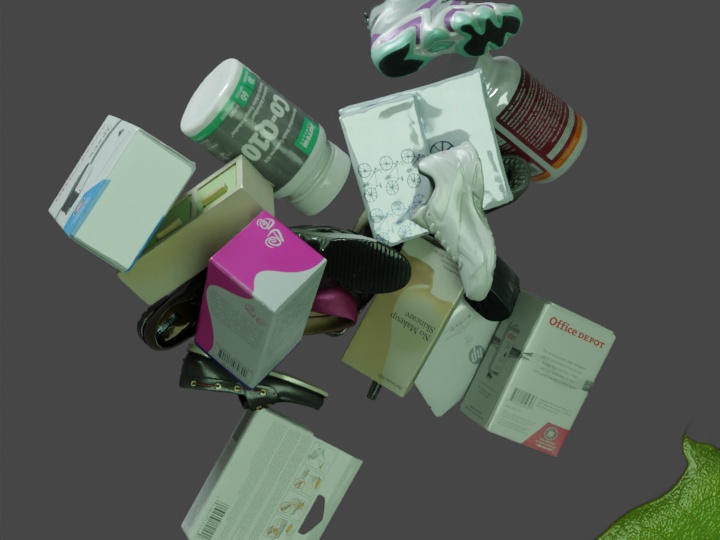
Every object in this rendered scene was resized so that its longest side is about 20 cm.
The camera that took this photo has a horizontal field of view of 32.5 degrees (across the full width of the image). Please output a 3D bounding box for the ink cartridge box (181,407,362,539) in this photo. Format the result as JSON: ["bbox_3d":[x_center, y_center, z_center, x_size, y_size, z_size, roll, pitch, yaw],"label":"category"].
[{"bbox_3d":[-0.120,0.303,1.680,0.176,0.045,0.201,30,89,-24],"label":"ink cartridge box"}]

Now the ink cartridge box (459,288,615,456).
[{"bbox_3d":[0.255,0.147,1.774,0.146,0.083,0.201,24,94,-31],"label":"ink cartridge box"}]

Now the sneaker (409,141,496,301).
[{"bbox_3d":[0.114,-0.056,1.560,0.099,0.078,0.202,-11,94,-4],"label":"sneaker"}]

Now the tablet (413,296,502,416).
[{"bbox_3d":[0.155,0.103,1.771,0.200,0.014,0.131,-38,113,-11],"label":"tablet"}]

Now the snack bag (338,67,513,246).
[{"bbox_3d":[0.089,-0.141,1.580,0.198,0.021,0.190,-17,103,-5],"label":"snack bag"}]

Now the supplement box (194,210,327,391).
[{"bbox_3d":[-0.123,0.039,1.474,0.101,0.200,0.103,39,59,11],"label":"supplement box"}]

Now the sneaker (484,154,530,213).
[{"bbox_3d":[0.130,-0.115,1.679,0.198,0.114,0.077,-3,78,5],"label":"sneaker"}]

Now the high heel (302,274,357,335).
[{"bbox_3d":[-0.102,0.071,1.591,0.199,0.096,0.068,-28,131,2],"label":"high heel"}]

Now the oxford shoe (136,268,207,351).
[{"bbox_3d":[-0.194,0.029,1.569,0.073,0.084,0.200,43,82,-23],"label":"oxford shoe"}]

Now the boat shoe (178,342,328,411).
[{"bbox_3d":[-0.140,0.152,1.620,0.200,0.074,0.064,18,82,-18],"label":"boat shoe"}]

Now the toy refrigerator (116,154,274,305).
[{"bbox_3d":[-0.203,-0.050,1.501,0.199,0.076,0.070,-32,123,17],"label":"toy refrigerator"}]

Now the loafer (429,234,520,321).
[{"bbox_3d":[0.148,-0.021,1.719,0.200,0.073,0.072,50,49,-18],"label":"loafer"}]

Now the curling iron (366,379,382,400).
[{"bbox_3d":[0.048,0.084,1.715,0.049,0.026,0.201,18,95,-16],"label":"curling iron"}]

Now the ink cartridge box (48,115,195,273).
[{"bbox_3d":[-0.283,-0.094,1.440,0.083,0.200,0.146,33,88,-23],"label":"ink cartridge box"}]

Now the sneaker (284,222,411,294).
[{"bbox_3d":[-0.027,-0.027,1.592,0.198,0.089,0.075,13,114,6],"label":"sneaker"}]

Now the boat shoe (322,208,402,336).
[{"bbox_3d":[0.000,0.000,1.653,0.073,0.065,0.201,24,92,-27],"label":"boat shoe"}]

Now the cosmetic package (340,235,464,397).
[{"bbox_3d":[0.067,0.056,1.653,0.105,0.071,0.201,29,99,8],"label":"cosmetic package"}]

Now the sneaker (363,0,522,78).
[{"bbox_3d":[0.099,-0.338,1.594,0.198,0.141,0.078,-14,147,-2],"label":"sneaker"}]

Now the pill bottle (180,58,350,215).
[{"bbox_3d":[-0.115,-0.162,1.543,0.199,0.113,0.114,35,87,-25],"label":"pill bottle"}]

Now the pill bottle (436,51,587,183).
[{"bbox_3d":[0.202,-0.215,1.665,0.199,0.113,0.113,35,87,-26],"label":"pill bottle"}]
